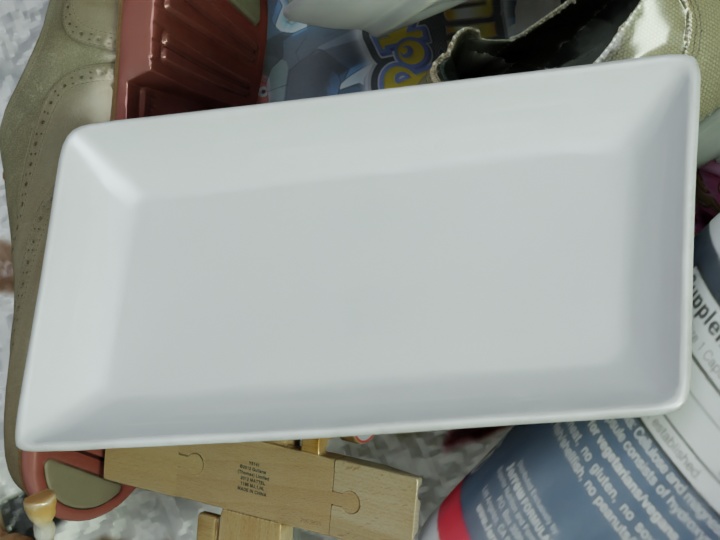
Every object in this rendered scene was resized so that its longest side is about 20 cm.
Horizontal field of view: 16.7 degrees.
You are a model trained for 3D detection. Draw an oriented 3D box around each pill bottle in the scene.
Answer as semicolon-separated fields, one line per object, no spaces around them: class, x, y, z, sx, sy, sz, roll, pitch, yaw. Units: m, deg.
pill bottle;0.121;0.048;0.690;0.200;0.119;0.120;-47;67;17

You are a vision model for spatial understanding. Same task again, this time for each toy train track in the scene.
toy train track;-0.027;0.103;0.746;0.114;0.032;0.202;11;100;33

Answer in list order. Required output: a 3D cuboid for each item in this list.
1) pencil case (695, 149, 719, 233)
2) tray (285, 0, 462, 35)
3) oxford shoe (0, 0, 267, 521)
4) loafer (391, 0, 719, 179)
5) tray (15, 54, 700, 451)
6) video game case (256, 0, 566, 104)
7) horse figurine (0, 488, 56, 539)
pencil case;0.175;-0.086;0.786;0.086;0.083;0.201;29;78;26
tray;0.079;-0.118;0.778;0.199;0.107;0.022;-24;91;-17
oxford shoe;-0.084;-0.017;0.799;0.074;0.070;0.201;0;69;40
loafer;0.031;-0.039;0.749;0.199;0.070;0.075;-33;35;11
tray;0.000;0.000;0.694;0.199;0.022;0.108;-5;63;22
video game case;-0.015;-0.070;0.844;0.179;0.026;0.201;-8;69;7
horse figurine;-0.143;0.063;0.778;0.050;0.133;0.200;-27;57;-24
